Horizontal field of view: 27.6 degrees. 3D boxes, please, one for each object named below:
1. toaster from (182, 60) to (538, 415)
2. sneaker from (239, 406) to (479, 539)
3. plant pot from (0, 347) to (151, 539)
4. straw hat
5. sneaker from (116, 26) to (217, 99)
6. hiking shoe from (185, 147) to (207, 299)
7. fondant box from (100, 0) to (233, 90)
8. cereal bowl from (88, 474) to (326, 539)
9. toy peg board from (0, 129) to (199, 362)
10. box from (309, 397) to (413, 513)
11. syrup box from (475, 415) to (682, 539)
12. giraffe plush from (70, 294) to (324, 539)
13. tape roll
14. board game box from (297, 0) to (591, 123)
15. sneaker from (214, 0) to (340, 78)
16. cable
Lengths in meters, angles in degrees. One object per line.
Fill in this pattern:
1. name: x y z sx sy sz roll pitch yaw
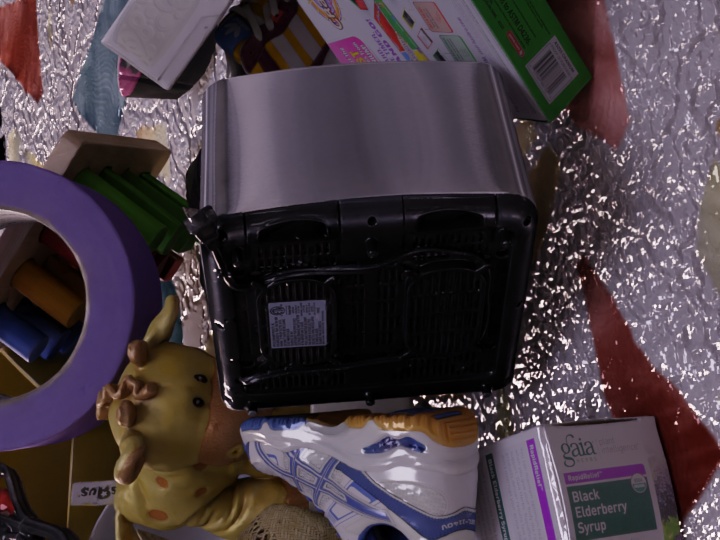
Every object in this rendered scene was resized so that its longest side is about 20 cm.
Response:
1. toaster: -0.002 -0.018 0.818 0.201 0.179 0.119 89 174 -53
2. sneaker: -0.008 0.124 0.843 0.200 0.075 0.089 -7 87 57
3. plant pot: -0.194 0.179 1.220 0.200 0.175 0.201 26 114 57
4. straw hat: -0.039 0.194 0.918 0.085 0.201 0.201 -50 33 -9
5. sneaker: -0.158 -0.242 1.247 0.201 0.080 0.086 -66 27 24
6. hiking shoe: -0.084 -0.041 1.117 0.201 0.075 0.101 65 146 34
7. fondant box: -0.110 -0.211 1.033 0.145 0.058 0.200 -53 12 9
8. cereal bowl: -0.100 0.230 1.083 0.083 0.199 0.201 68 179 -60
9. toy peg board: -0.214 0.000 1.192 0.098 0.200 0.200 35 99 9
10. box: 0.002 0.053 0.962 0.082 0.068 0.202 -70 -19 -86
11. syrup box: 0.086 0.144 0.840 0.200 0.078 0.082 -31 66 56
12. giraffe plush: -0.113 0.103 1.001 0.163 0.199 0.173 89 161 -58
13. tape roll: -0.247 0.027 1.043 0.085 0.199 0.201 28 -123 -82
14. board game box: 0.027 -0.163 0.868 0.153 0.040 0.200 53 162 -28
15. sneaker: -0.054 -0.181 1.042 0.075 0.090 0.201 46 130 48
16. cable: -0.253 0.200 1.133 0.199 0.050 0.098 -5 71 47
